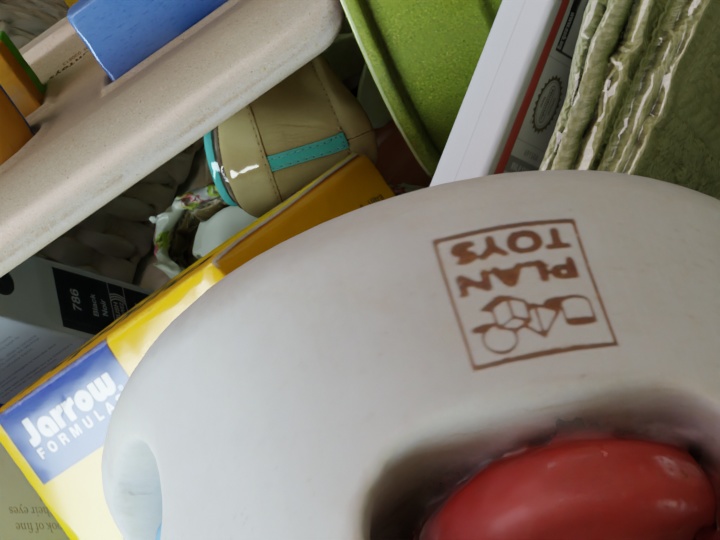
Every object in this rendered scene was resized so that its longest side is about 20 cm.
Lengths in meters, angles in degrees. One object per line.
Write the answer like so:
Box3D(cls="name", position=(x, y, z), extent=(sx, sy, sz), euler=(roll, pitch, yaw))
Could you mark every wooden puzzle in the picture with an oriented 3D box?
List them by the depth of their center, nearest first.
Box3D(cls="wooden puzzle", position=(-0.100, -0.068, 0.766), extent=(0.185, 0.046, 0.200), euler=(-34, 19, 2))

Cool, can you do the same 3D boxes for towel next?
Box3D(cls="towel", position=(0.116, -0.045, 0.655), extent=(0.036, 0.200, 0.149), euler=(23, 91, 35))

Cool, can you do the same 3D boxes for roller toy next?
Box3D(cls="roller toy", position=(0.036, 0.067, 0.537), extent=(0.200, 0.182, 0.140), euler=(-35, 54, 28))

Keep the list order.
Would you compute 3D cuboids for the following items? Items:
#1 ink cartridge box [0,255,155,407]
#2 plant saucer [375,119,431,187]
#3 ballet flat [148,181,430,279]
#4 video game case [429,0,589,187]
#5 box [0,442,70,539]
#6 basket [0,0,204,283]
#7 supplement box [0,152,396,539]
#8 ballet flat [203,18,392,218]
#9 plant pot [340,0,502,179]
Box3D(cls="ink cartridge box", position=(-0.146, 0.033, 0.874), extent=(0.099, 0.200, 0.039), euler=(-32, 59, 30))
Box3D(cls="plant saucer", position=(0.041, 0.014, 0.820), extent=(0.200, 0.037, 0.201), euler=(-16, 66, 39))
Box3D(cls="ballet flat", position=(0.000, 0.000, 0.793), extent=(0.199, 0.064, 0.076), euler=(0, 75, 43))
Box3D(cls="video game case", position=(0.085, -0.022, 0.675), extent=(0.017, 0.200, 0.143), euler=(22, 91, 35))
Box3D(cls="box", position=(-0.098, 0.162, 0.797), extent=(0.106, 0.152, 0.201), euler=(-30, 66, 33))
Box3D(cls="basket", position=(-0.205, -0.048, 0.961), extent=(0.161, 0.200, 0.199), euler=(35, 101, 42))
Box3D(cls="supplement box", position=(-0.001, 0.084, 0.715), extent=(0.109, 0.109, 0.200), euler=(-34, 93, 31))
Box3D(cls="ballet flat", position=(-0.009, -0.076, 0.823), extent=(0.063, 0.069, 0.200), euler=(-14, 27, 13))
Box3D(cls="plant pot", position=(0.083, -0.153, 0.728), extent=(0.192, 0.200, 0.201), euler=(-19, 60, 9))
